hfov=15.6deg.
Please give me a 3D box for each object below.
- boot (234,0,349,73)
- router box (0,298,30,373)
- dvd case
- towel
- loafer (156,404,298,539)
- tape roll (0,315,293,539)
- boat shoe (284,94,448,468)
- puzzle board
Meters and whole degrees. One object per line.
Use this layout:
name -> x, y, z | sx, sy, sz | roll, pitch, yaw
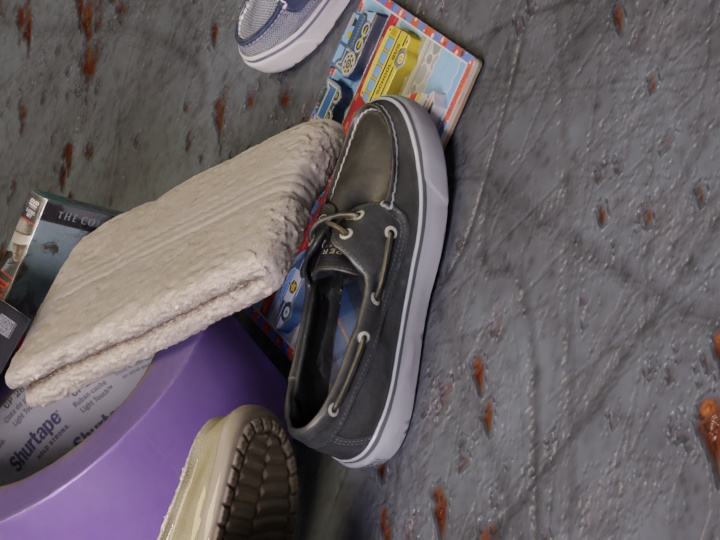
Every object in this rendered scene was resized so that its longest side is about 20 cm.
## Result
boot -> -0.040, -0.195, 1.528 | 0.200, 0.090, 0.073 | -45, 37, 40
router box -> -0.280, 0.101, 1.463 | 0.157, 0.052, 0.200 | -7, 51, 59
dvd case -> -0.173, 0.059, 1.560 | 0.022, 0.146, 0.200 | 31, 101, 45
towel -> -0.099, -0.002, 1.421 | 0.200, 0.034, 0.133 | -25, 28, 33
loafer -> -0.087, 0.162, 1.322 | 0.068, 0.076, 0.201 | 13, 89, 33
tape roll -> -0.137, 0.099, 1.441 | 0.200, 0.085, 0.200 | -32, 23, 15
boat shoe -> 0.000, 0.000, 1.358 | 0.069, 0.057, 0.201 | -11, 68, 45
puzzle board -> -0.008, -0.048, 1.461 | 0.200, 0.017, 0.151 | -66, 28, 11
